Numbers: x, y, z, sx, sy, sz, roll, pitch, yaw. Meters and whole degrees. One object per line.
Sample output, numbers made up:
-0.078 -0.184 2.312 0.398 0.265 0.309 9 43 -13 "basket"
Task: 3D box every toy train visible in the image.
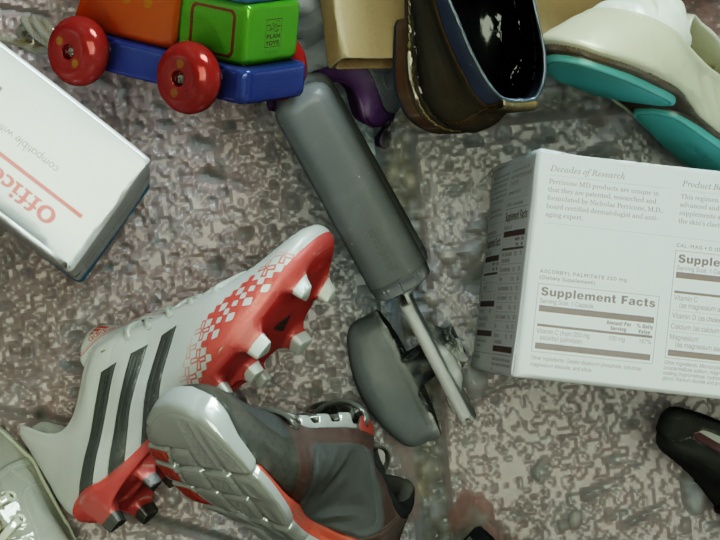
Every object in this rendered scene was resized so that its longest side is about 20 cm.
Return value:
-0.115 -0.151 1.144 0.199 0.085 0.116 16 108 33 "toy train"

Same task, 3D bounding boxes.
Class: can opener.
0.000 0.000 1.190 0.067 0.053 0.200 -28 104 6 "can opener"

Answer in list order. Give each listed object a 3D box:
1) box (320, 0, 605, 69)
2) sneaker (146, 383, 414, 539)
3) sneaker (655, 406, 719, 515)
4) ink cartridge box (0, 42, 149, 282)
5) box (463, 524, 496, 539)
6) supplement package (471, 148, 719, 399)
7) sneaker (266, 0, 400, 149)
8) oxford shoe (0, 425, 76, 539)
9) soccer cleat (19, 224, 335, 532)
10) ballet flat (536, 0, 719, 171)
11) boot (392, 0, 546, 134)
0.049 -0.201 1.194 0.163 0.021 0.201 -3 79 -21 "box"
-0.035 0.091 1.158 0.077 0.200 0.082 15 70 34 "sneaker"
0.220 0.163 1.212 0.200 0.076 0.116 32 89 -4 "sneaker"
-0.163 -0.056 1.119 0.116 0.200 0.067 37 85 -3 "ink cartridge box"
0.111 0.202 1.137 0.159 0.200 0.046 42 88 -2 "box"
0.168 0.007 1.169 0.199 0.156 0.111 7 89 -5 "supplement package"
-0.058 -0.135 1.196 0.199 0.074 0.088 23 92 -5 "sneaker"
-0.182 0.140 1.185 0.075 0.058 0.200 -36 90 -2 "oxford shoe"
-0.093 0.042 1.175 0.085 0.069 0.200 45 105 16 "soccer cleat"
0.148 -0.104 1.167 0.069 0.200 0.070 -9 72 28 "ballet flat"
0.052 -0.164 1.104 0.074 0.097 0.201 -11 99 -20 "boot"
